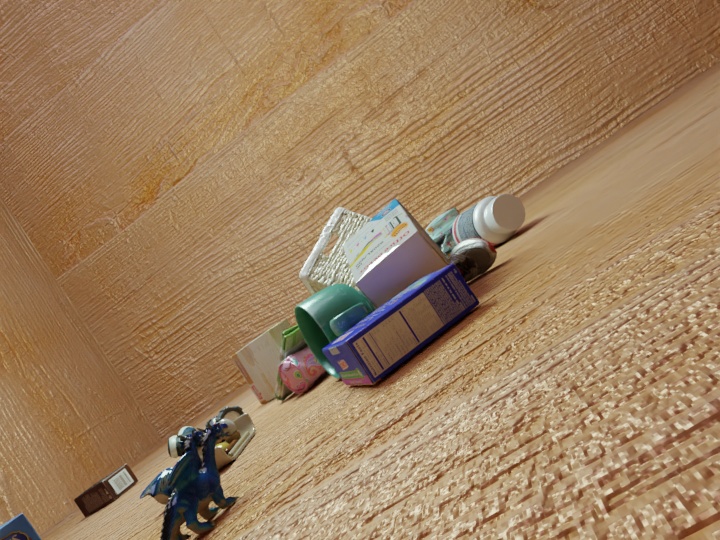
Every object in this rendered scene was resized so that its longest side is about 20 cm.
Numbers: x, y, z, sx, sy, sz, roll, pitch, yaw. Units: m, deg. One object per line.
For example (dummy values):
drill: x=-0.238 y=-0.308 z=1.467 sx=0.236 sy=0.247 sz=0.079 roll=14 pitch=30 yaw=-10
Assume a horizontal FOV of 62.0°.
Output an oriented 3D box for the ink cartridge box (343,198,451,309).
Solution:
ink cartridge box: x=0.074 y=-0.011 z=1.113 sx=0.147 sy=0.145 sz=0.200 roll=-40 pitch=22 yaw=9

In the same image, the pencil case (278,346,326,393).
pencil case: x=-0.086 y=0.182 z=1.302 sx=0.200 sy=0.088 sz=0.087 roll=-35 pitch=0 yaw=-43

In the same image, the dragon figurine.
dragon figurine: x=-0.199 y=0.243 z=0.665 sx=0.059 sy=0.100 sz=0.200 roll=-35 pitch=-1 yaw=23

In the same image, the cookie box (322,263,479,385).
cookie box: x=0.054 y=0.086 z=0.901 sx=0.199 sy=0.075 sz=0.171 roll=-34 pitch=-1 yaw=-17

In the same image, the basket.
basket: x=0.000 y=0.000 z=1.342 sx=0.199 sy=0.160 sz=0.200 roll=-62 pitch=-34 yaw=-21

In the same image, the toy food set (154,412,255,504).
toy food set: x=-0.277 y=0.326 z=1.070 sx=0.143 sy=0.061 sz=0.200 roll=-34 pitch=-1 yaw=4

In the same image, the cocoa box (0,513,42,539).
cocoa box: x=-0.545 y=0.465 z=0.884 sx=0.200 sy=0.132 sz=0.133 roll=-35 pitch=-1 yaw=43

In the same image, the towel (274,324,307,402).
towel: x=-0.133 y=0.184 z=1.343 sx=0.149 sy=0.031 sz=0.201 roll=-34 pitch=-36 yaw=-45

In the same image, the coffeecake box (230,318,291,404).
coffeecake box: x=-0.225 y=0.238 z=1.547 sx=0.200 sy=0.154 sz=0.073 roll=-34 pitch=-1 yaw=42

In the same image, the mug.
mug: x=-0.024 y=0.104 z=1.075 sx=0.114 sy=0.153 sz=0.185 roll=-30 pitch=27 yaw=-22

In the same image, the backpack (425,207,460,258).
backpack: x=0.291 y=-0.108 z=1.862 sx=0.199 sy=0.154 sz=0.176 roll=-28 pitch=-6 yaw=0

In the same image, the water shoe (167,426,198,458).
water shoe: x=-0.454 y=0.464 z=1.614 sx=0.078 sy=0.072 sz=0.200 roll=-7 pitch=-3 yaw=-1

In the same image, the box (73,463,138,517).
box: x=-0.795 y=0.687 z=1.873 sx=0.200 sy=0.075 sz=0.100 roll=-37 pitch=-2 yaw=31

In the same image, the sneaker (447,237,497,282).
sneaker: x=0.185 y=0.010 z=1.174 sx=0.200 sy=0.078 sz=0.082 roll=-39 pitch=11 yaw=37

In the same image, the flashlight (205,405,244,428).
flashlight: x=-0.312 y=0.349 z=1.363 sx=0.068 sy=0.068 sz=0.200 roll=-35 pitch=1 yaw=-30

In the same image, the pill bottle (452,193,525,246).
pill bottle: x=0.322 y=-0.118 z=1.501 sx=0.119 sy=0.120 sz=0.200 roll=-34 pitch=-1 yaw=-18
